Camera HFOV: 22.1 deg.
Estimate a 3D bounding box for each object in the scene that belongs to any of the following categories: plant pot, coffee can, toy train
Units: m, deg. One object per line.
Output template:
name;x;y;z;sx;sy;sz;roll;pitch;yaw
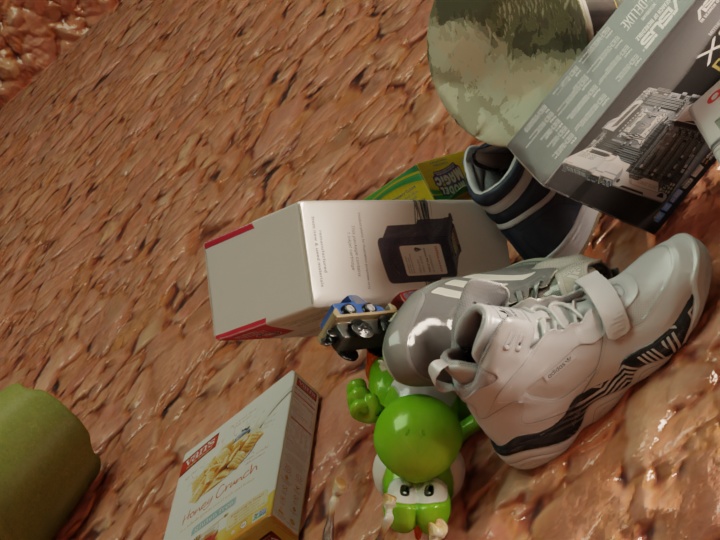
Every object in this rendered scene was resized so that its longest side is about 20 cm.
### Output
plant pot;-0.364;0.219;1.836;0.200;0.201;0.184;-20;22;51
coffee can;0.167;-0.174;1.388;0.146;0.147;0.199;-29;-10;41
toy train;0.045;0.034;1.346;0.046;0.199;0.034;55;130;29

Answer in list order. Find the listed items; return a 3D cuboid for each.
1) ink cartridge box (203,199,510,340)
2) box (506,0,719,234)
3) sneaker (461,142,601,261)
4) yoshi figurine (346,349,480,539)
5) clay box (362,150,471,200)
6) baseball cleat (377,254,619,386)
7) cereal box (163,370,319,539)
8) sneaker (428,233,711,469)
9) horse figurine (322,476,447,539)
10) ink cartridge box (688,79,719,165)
ink cartridge box;0.000;0.000;1.452;0.145;0.199;0.085;-20;75;52
box;0.216;-0.130;1.284;0.200;0.157;0.050;-51;54;16
sneaker;0.149;-0.097;1.466;0.070;0.108;0.200;-27;29;42
yoshi figurine;0.045;0.099;1.328;0.112;0.112;0.200;-32;28;20
clay box;0.038;-0.050;1.620;0.200;0.048;0.115;-33;-8;35
baseball cleat;0.105;0.025;1.297;0.200;0.070;0.106;-26;8;-42
cereal box;-0.104;0.188;1.551;0.144;0.040;0.200;-38;22;23
sneaker;0.138;0.035;1.229;0.200;0.115;0.075;-46;32;7
horse figurine;0.014;0.219;1.217;0.200;0.050;0.133;14;89;58
ink cartridge box;0.306;-0.090;1.177;0.145;0.084;0.200;-42;21;15
